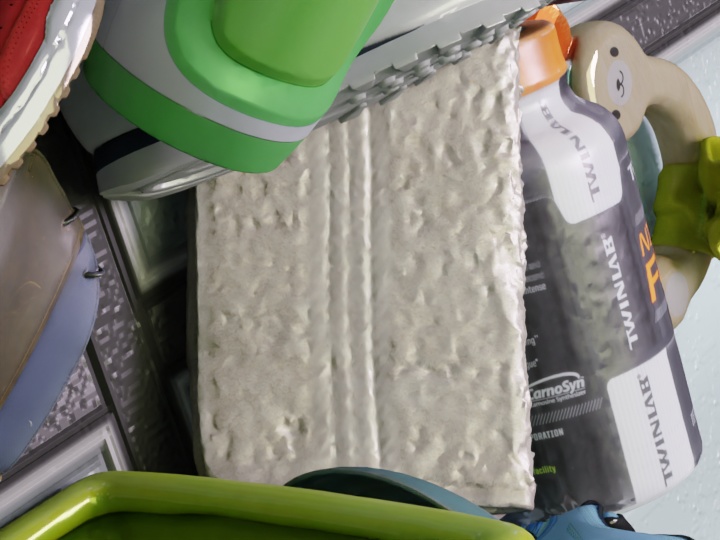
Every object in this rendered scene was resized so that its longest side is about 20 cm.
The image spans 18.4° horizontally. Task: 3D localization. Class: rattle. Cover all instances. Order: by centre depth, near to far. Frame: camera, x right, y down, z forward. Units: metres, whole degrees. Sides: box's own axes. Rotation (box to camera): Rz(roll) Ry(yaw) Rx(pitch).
[{"bbox_3d":[0.145,-0.059,1.007,0.130,0.143,0.200,-46,128,-20],"label":"rattle"}]

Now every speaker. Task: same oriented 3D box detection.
[{"bbox_3d":[-0.013,-0.134,0.702,0.088,0.088,0.200,7,118,-49],"label":"speaker"}]

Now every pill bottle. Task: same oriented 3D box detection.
[{"bbox_3d":[0.071,-0.001,0.933,0.106,0.106,0.201,-30,109,-47],"label":"pill bottle"}]

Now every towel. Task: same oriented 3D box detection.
[{"bbox_3d":[0.000,0.000,0.847,0.132,0.034,0.201,1,83,-9],"label":"towel"}]

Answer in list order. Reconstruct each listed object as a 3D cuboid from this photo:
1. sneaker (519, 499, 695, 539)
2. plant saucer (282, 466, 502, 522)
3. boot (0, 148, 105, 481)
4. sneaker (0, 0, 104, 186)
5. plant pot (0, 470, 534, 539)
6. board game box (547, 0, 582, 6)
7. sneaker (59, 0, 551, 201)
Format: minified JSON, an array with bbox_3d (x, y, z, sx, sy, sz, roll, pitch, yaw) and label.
[{"bbox_3d":[0.069,0.132,0.849,0.090,0.200,0.079,-29,99,-26],"label":"sneaker"},{"bbox_3d":[0.038,0.152,0.782,0.027,0.200,0.201,-32,111,-34],"label":"plant saucer"},{"bbox_3d":[-0.128,-0.026,0.739,0.097,0.074,0.201,40,67,-51],"label":"boot"},{"bbox_3d":[-0.170,-0.039,0.630,0.112,0.071,0.200,43,84,-21],"label":"sneaker"},{"bbox_3d":[-0.055,0.193,0.704,0.199,0.199,0.182,-34,117,-46],"label":"plant pot"},{"bbox_3d":[0.059,-0.136,0.859,0.120,0.199,0.032,27,67,-44],"label":"board game box"},{"bbox_3d":[-0.016,-0.095,0.802,0.199,0.076,0.081,-22,83,-10],"label":"sneaker"}]
